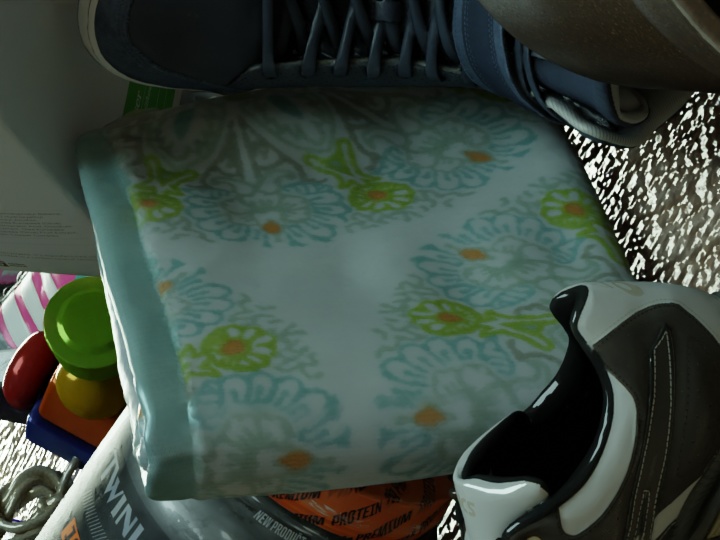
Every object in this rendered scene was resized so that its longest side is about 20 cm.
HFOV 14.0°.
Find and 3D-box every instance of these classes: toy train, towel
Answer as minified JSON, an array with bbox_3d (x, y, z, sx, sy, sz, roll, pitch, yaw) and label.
[{"bbox_3d":[-0.103,0.043,1.132,0.200,0.084,0.116,-59,-10,-19],"label":"toy train"},{"bbox_3d":[0.000,0.000,0.957,0.200,0.170,0.048,-108,14,-54],"label":"towel"}]

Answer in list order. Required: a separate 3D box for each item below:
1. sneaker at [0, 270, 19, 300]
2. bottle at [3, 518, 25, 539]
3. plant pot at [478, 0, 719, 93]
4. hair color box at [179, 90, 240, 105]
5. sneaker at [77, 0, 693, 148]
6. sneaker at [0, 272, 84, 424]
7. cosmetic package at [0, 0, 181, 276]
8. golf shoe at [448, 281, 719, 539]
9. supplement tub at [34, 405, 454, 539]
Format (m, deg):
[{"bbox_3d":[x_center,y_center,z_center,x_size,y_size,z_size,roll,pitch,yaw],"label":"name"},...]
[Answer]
[{"bbox_3d":[-0.140,-0.025,1.394,0.200,0.080,0.086,-52,16,15],"label":"sneaker"},{"bbox_3d":[-0.149,0.149,1.257,0.200,0.065,0.084,7,83,65],"label":"bottle"},{"bbox_3d":[0.117,-0.132,0.812,0.201,0.200,0.198,-71,17,-5],"label":"plant pot"},{"bbox_3d":[-0.010,-0.144,1.169,0.061,0.101,0.201,-18,54,58],"label":"hair color box"},{"bbox_3d":[0.019,-0.086,0.964,0.146,0.202,0.077,-140,44,-60],"label":"sneaker"},{"bbox_3d":[-0.122,-0.003,1.301,0.200,0.083,0.121,-17,60,50],"label":"sneaker"},{"bbox_3d":[-0.135,-0.081,1.021,0.200,0.085,0.108,54,-137,-65],"label":"cosmetic package"},{"bbox_3d":[0.054,0.091,0.858,0.201,0.094,0.078,-66,26,8],"label":"golf shoe"},{"bbox_3d":[-0.055,0.115,1.026,0.200,0.122,0.123,-55,28,28],"label":"supplement tub"}]
